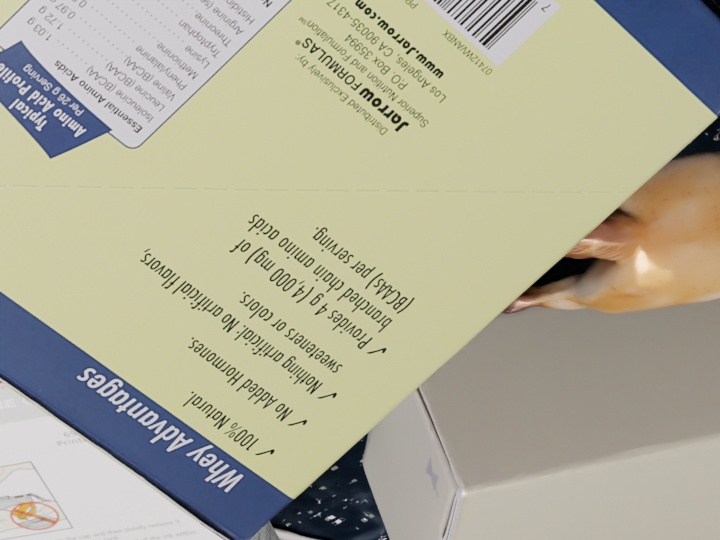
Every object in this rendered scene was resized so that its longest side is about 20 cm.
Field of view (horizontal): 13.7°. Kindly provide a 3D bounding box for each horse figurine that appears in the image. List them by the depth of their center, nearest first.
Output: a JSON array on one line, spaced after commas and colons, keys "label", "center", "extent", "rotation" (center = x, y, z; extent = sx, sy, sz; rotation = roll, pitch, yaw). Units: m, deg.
[{"label": "horse figurine", "center": [0.104, -0.017, 0.920], "extent": [0.199, 0.050, 0.132], "rotation": [-9, 180, -33]}]

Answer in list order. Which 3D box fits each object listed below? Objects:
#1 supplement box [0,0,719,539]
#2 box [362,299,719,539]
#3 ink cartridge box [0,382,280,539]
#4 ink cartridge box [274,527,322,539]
[{"label": "supplement box", "center": [-0.041, -0.073, 0.806], "extent": [0.200, 0.134, 0.200], "rotation": [-42, 126, 13]}, {"label": "box", "center": [0.107, 0.050, 0.990], "extent": [0.199, 0.069, 0.082], "rotation": [-9, 145, -18]}, {"label": "ink cartridge box", "center": [-0.139, 0.083, 0.988], "extent": [0.199, 0.044, 0.174], "rotation": [-10, 137, 13]}, {"label": "ink cartridge box", "center": [-0.079, 0.191, 1.097], "extent": [0.144, 0.201, 0.083], "rotation": [17, 139, -18]}]
